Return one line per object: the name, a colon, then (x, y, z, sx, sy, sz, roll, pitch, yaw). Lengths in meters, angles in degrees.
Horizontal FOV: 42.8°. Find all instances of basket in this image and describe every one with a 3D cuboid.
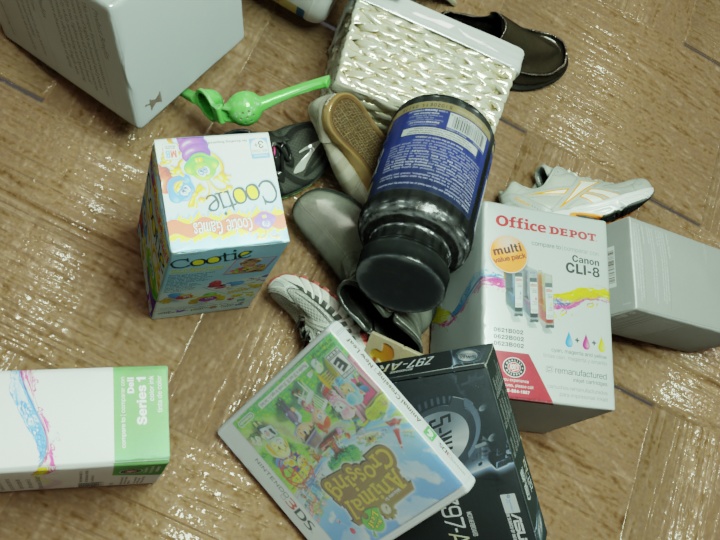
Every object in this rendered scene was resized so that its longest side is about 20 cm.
basket: (0.057, -0.198, 1.008, 0.199, 0.136, 0.124, 19, 70, -9)

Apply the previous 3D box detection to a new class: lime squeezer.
lime squeezer: (-0.135, -0.181, 0.940, 0.198, 0.038, 0.071, 5, 64, 18)

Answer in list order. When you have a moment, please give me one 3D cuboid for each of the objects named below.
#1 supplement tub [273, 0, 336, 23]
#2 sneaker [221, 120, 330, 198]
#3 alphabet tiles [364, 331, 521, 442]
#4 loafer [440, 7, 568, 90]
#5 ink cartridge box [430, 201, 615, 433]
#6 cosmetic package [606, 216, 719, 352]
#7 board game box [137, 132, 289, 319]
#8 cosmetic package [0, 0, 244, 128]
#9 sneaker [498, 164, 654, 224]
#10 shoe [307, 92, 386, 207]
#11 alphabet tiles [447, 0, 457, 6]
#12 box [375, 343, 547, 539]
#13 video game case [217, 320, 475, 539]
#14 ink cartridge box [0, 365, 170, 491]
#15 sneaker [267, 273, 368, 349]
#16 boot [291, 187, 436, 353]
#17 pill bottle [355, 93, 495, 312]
supplement tub: (-0.097, -0.383, 1.015, 0.199, 0.145, 0.145, 29, 66, -7)
sneaker: (-0.107, -0.109, 0.949, 0.199, 0.084, 0.077, -23, 89, -24)
alphabet tiles: (0.042, 0.153, 0.871, 0.199, 0.167, 0.006, 24, 26, 7)
loafer: (0.167, -0.267, 1.100, 0.198, 0.071, 0.074, 2, 71, -17)
ink cartridge box: (0.162, 0.052, 0.951, 0.144, 0.145, 0.202, 8, 69, -15)
cosmetic package: (0.335, 0.021, 1.021, 0.199, 0.090, 0.108, 17, 65, -35)
board game box: (-0.143, -0.036, 0.852, 0.104, 0.200, 0.104, -7, 74, -20)
cosmetic package: (-0.243, -0.286, 0.898, 0.199, 0.168, 0.166, 35, 64, 15)
sneaker: (0.251, -0.090, 1.069, 0.199, 0.076, 0.093, -17, 73, -23)
shoe: (0.011, -0.107, 0.980, 0.070, 0.053, 0.200, -52, 124, -26)
alphabet tiles: (0.045, -0.405, 1.067, 0.008, 0.200, 0.168, -27, 79, 21)
box: (0.069, 0.177, 0.843, 0.044, 0.159, 0.202, -49, 125, -63)
video game case: (-0.021, 0.167, 0.832, 0.182, 0.200, 0.022, 49, 37, 3)
ink cartridge box: (-0.269, 0.138, 0.783, 0.198, 0.145, 0.085, 0, 71, -17)
sneaker: (-0.029, 0.085, 0.917, 0.082, 0.078, 0.200, -39, 80, -12)
boot: (0.000, 0.000, 0.920, 0.200, 0.131, 0.068, 45, 108, 0)
pill bottle: (0.061, -0.065, 0.884, 0.111, 0.112, 0.201, 25, 54, -8)
